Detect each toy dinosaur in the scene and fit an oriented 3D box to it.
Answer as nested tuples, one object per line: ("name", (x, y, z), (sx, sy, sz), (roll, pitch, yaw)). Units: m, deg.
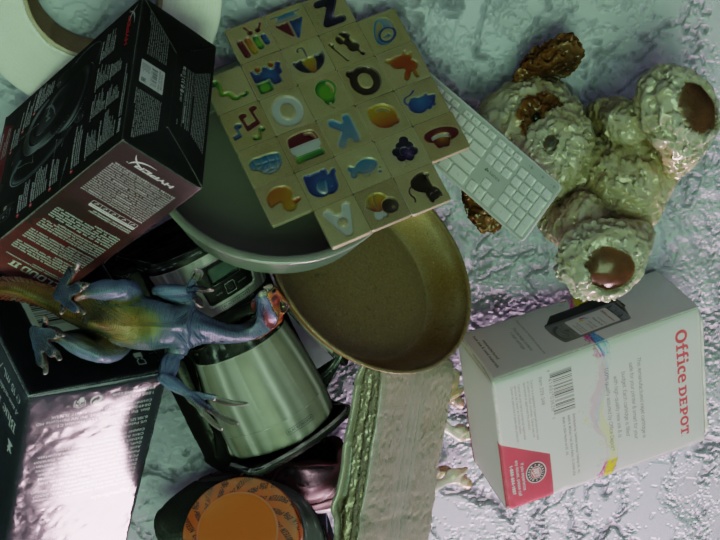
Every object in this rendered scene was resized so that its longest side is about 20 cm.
("toy dinosaur", (-0.151, 0.025, 1.125), (0.181, 0.200, 0.105), (-2, 118, -49))

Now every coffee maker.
("coffee maker", (-0.127, 0.057, 1.266), (0.192, 0.135, 0.201), (-12, 110, 41))

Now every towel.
("towel", (0.027, 0.168, 1.285), (0.034, 0.132, 0.201), (11, 93, 30))

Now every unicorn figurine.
("unicorn figurine", (0.039, 0.189, 1.385), (0.137, 0.074, 0.201), (-12, 106, -28))

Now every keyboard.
("keyboard", (0.071, -0.108, 1.200), (0.200, 0.011, 0.056), (43, 110, 18))

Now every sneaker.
("sneaker", (-0.101, 0.187, 1.372), (0.199, 0.076, 0.116), (-19, 148, -4))

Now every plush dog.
("plush dog", (0.172, -0.093, 1.233), (0.171, 0.160, 0.201), (28, 93, -1))

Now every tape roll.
("tape roll", (-0.205, -0.217, 1.167), (0.202, 0.037, 0.203), (-2, 122, -4))

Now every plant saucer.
("plant saucer", (0.000, 0.000, 1.233), (0.200, 0.201, 0.035), (30, 137, -20))

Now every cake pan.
("cake pan", (-0.066, -0.079, 1.181), (0.199, 0.201, 0.037), (2, 146, -6))

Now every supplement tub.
("supplement tub", (-0.080, 0.253, 1.287), (0.122, 0.123, 0.200), (-13, 152, 3))

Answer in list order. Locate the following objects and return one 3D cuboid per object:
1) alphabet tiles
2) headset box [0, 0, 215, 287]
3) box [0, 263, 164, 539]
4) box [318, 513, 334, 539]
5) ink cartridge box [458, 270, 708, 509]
("alphabet tiles", (-0.019, -0.119, 1.159), (0.166, 0.201, 0.006), (-23, 162, -13))
("headset box", (-0.203, -0.084, 1.133), (0.077, 0.149, 0.200), (31, 131, -32))
("box", (-0.260, 0.096, 1.224), (0.117, 0.197, 0.200), (-9, 135, -31))
("box", (-0.078, 0.357, 1.473), (0.148, 0.107, 0.201), (-12, 121, 3))
("ink cartridge box", (0.196, 0.104, 1.334), (0.199, 0.086, 0.148), (-18, 122, -14))
